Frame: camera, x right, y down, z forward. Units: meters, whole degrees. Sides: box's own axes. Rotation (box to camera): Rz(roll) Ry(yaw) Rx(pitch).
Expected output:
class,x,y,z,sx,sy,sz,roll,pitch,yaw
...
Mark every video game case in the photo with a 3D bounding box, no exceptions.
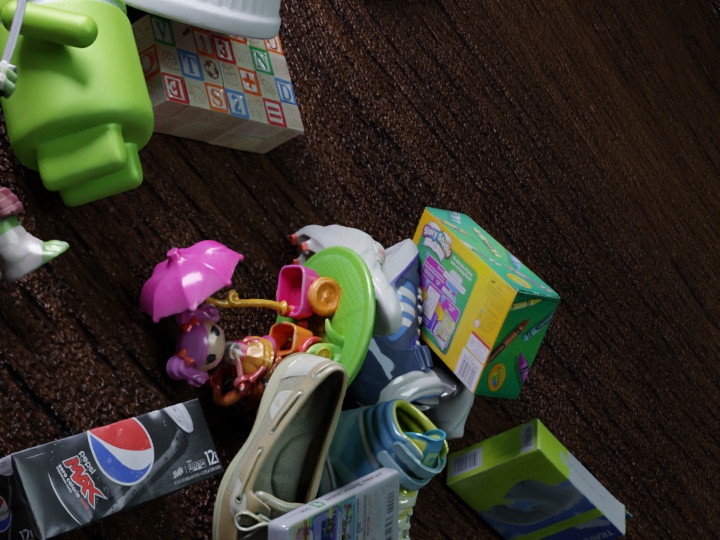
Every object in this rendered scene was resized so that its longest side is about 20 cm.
class,x,y,z,sx,sy,sz,roll,pitch,yaw
video game case,-0.021,0.284,1.110,0.182,0.022,0.201,-12,106,-58

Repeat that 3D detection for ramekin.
class,x,y,z,sx,sy,sz,roll,pitch,yaw
ramekin,-0.156,-0.283,1.187,0.201,0.095,0.202,18,17,-5

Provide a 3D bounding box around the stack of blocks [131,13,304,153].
class,x,y,z,sx,sy,sz,roll,pitch,yaw
stack of blocks,-0.149,-0.188,1.274,0.200,0.058,0.116,5,65,-55

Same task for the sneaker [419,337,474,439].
class,x,y,z,sx,sy,sz,roll,pitch,yaw
sneaker,0.096,0.106,1.454,0.201,0.070,0.081,-69,151,-55

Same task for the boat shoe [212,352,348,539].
class,x,y,z,sx,sy,sz,roll,pitch,yaw
boat shoe,-0.063,0.167,1.086,0.073,0.063,0.202,26,82,-27

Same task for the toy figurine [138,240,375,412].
class,x,y,z,sx,sy,sz,roll,pitch,yaw
toy figurine,-0.107,0.055,1.148,0.183,0.150,0.201,16,80,-35

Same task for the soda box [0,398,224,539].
class,x,y,z,sx,sy,sz,roll,pitch,yaw
soda box,-0.192,0.150,0.971,0.200,0.071,0.064,-12,79,-58

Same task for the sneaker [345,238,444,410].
class,x,y,z,sx,sy,sz,roll,pitch,yaw
sneaker,0.038,0.071,1.356,0.147,0.080,0.200,55,35,-12

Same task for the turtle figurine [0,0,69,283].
class,x,y,z,sx,sy,sz,roll,pitch,yaw
turtle figurine,-0.267,-0.100,0.960,0.195,0.143,0.200,62,35,-14

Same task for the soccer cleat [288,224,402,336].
class,x,y,z,sx,sy,sz,roll,pitch,yaw
soccer cleat,0.000,0.000,1.267,0.077,0.200,0.070,-13,118,-23

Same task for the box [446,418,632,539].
class,x,y,z,sx,sy,sz,roll,pitch,yaw
box,0.197,0.250,1.440,0.200,0.122,0.048,45,33,-30

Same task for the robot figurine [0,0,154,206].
class,x,y,z,sx,sy,sz,roll,pitch,yaw
robot figurine,-0.235,-0.158,1.070,0.176,0.115,0.201,56,17,-73

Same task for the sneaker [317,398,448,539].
class,x,y,z,sx,sy,sz,roll,pitch,yaw
sneaker,0.032,0.212,1.211,0.079,0.130,0.201,-1,71,-58

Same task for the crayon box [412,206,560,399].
class,x,y,z,sx,sy,sz,roll,pitch,yaw
crayon box,0.113,0.030,1.371,0.058,0.119,0.200,9,23,-31
